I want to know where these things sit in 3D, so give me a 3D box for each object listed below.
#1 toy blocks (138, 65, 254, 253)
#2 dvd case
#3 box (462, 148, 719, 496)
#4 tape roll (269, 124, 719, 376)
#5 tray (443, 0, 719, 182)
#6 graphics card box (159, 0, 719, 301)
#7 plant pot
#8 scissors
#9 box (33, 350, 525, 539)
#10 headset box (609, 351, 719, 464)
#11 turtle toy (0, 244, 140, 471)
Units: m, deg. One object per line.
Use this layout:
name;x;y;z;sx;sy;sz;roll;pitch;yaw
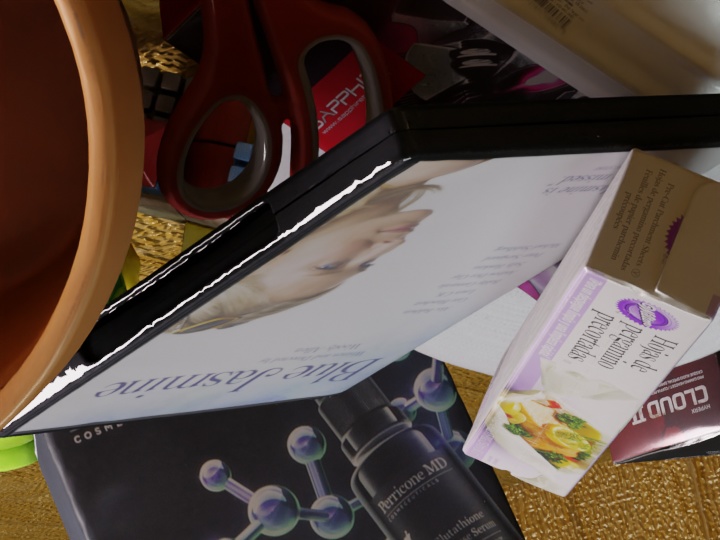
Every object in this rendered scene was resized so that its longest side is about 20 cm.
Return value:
toy blocks;-0.018;-0.036;1.161;0.200;0.100;0.137;14;176;4
dvd case;0.000;0.000;0.865;0.143;0.018;0.200;-6;161;-44
box;0.070;0.021;0.887;0.039;0.041;0.200;23;160;0
tape roll;0.068;-0.058;0.986;0.200;0.066;0.200;2;130;2
tray;0.069;-0.096;0.834;0.200;0.022;0.107;31;125;-21
graphics card box;0.054;-0.066;0.905;0.200;0.051;0.125;34;123;-24
plant pot;-0.147;-0.044;0.849;0.200;0.200;0.140;-15;-174;14
scissors;-0.031;-0.094;0.833;0.073;0.014;0.200;-15;128;-12
box;-0.018;0.119;1.115;0.148;0.200;0.107;-22;166;-10
headset box;0.167;-0.001;1.343;0.149;0.200;0.075;-2;166;-46
turtle toy;-0.156;0.017;1.232;0.146;0.101;0.200;-13;-147;-8
